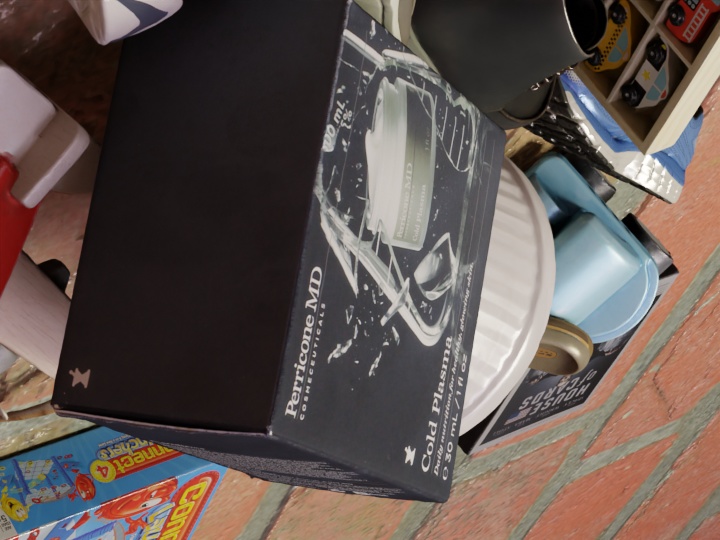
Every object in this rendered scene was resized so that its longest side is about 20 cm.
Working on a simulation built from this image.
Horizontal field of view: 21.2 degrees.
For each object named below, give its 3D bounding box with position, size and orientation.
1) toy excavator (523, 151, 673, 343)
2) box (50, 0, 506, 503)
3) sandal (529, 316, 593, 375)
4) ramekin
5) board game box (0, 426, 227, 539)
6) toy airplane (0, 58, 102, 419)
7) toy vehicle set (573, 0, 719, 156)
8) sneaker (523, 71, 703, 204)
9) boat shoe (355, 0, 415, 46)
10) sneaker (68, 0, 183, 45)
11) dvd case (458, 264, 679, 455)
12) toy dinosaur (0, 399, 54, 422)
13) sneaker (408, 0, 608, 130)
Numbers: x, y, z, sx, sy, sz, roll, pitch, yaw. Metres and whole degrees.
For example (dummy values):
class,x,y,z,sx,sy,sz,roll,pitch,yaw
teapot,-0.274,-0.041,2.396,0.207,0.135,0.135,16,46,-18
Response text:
class,x,y,z,sx,sy,sz,roll,pitch,yaw
toy excavator,0.122,-0.028,1.288,0.100,0.195,0.200,-41,-176,11
box,-0.031,-0.006,0.923,0.196,0.123,0.201,28,69,-59
sandal,0.057,0.054,1.299,0.199,0.054,0.080,10,161,-1
ramekin,0.000,0.000,1.081,0.202,0.203,0.094,-42,146,12
board game box,-0.205,0.189,1.302,0.195,0.056,0.200,-18,150,-37
toy airplane,-0.205,-0.009,0.877,0.199,0.141,0.201,-27,120,-46
toy vehicle set,0.172,-0.178,1.073,0.026,0.124,0.200,-19,150,-35
sneaker,0.166,-0.113,1.266,0.200,0.078,0.090,21,95,-55
boat shoe,-0.003,-0.146,0.954,0.202,0.072,0.061,102,10,-73
sneaker,-0.062,-0.183,0.795,0.129,0.080,0.200,-29,155,-21
dvd case,0.178,0.075,1.669,0.150,0.025,0.200,-18,149,-37
toy dinosaur,-0.120,0.057,1.175,0.199,0.061,0.106,-15,150,-40
sneaker,0.096,-0.121,1.071,0.200,0.106,0.075,27,71,-64
